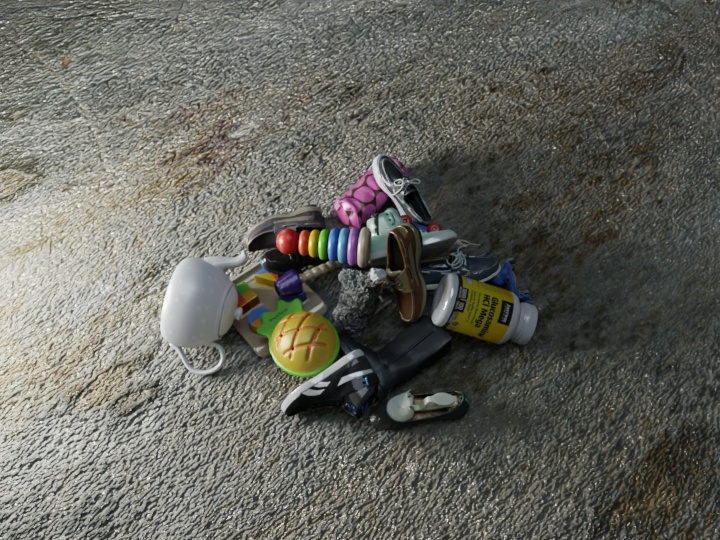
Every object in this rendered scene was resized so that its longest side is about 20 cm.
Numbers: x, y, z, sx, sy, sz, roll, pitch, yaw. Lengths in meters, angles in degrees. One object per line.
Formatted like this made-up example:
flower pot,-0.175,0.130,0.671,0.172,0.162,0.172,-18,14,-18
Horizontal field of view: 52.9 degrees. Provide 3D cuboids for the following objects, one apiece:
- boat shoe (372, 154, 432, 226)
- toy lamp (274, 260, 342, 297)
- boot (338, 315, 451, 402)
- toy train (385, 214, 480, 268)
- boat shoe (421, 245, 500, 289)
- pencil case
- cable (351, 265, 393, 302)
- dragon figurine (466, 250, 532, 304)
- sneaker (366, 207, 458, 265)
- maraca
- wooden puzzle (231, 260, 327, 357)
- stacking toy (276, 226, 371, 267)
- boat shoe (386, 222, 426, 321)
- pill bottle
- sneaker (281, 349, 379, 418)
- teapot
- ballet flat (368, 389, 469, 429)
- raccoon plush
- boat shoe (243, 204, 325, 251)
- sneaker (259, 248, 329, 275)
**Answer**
boat shoe,0.099,-0.184,1.661,0.073,0.068,0.201,-26,88,-29
toy lamp,-0.091,0.003,1.551,0.199,0.058,0.058,-24,58,-21
boot,0.066,0.150,1.487,0.199,0.066,0.165,-35,69,-17
toy train,0.155,-0.038,1.609,0.198,0.085,0.116,17,68,14
boat shoe,0.196,-0.008,1.537,0.198,0.062,0.075,-7,32,13
pencil case,0.021,-0.187,1.711,0.094,0.091,0.200,47,61,-10
cable,0.000,0.000,1.623,0.097,0.050,0.201,-28,45,3
dragon figurine,0.284,0.017,1.577,0.198,0.059,0.100,16,57,11
sneaker,0.105,-0.090,1.557,0.199,0.074,0.119,-11,71,10
maraca,-0.126,0.134,1.459,0.137,0.107,0.200,-35,54,-19
wooden puzzle,-0.199,0.064,1.568,0.185,0.046,0.200,-34,61,-20
stacking toy,-0.079,-0.058,1.519,0.198,0.086,0.086,6,55,6
boat shoe,0.083,0.006,1.477,0.073,0.202,0.075,-13,12,-41
pill bottle,0.254,0.084,1.482,0.198,0.113,0.113,17,55,-8
sneaker,-0.053,0.252,1.396,0.199,0.073,0.112,-37,73,10
teapot,-0.315,0.079,1.487,0.145,0.201,0.198,15,45,0
ballet flat,0.113,0.261,1.408,0.198,0.069,0.068,-9,56,-4
raccoon plush,-0.011,0.068,1.469,0.096,0.200,0.135,14,80,-1
boat shoe,-0.170,-0.087,1.655,0.199,0.075,0.074,-24,58,-13
sneaker,-0.126,-0.045,1.592,0.198,0.082,0.073,-10,47,-25
